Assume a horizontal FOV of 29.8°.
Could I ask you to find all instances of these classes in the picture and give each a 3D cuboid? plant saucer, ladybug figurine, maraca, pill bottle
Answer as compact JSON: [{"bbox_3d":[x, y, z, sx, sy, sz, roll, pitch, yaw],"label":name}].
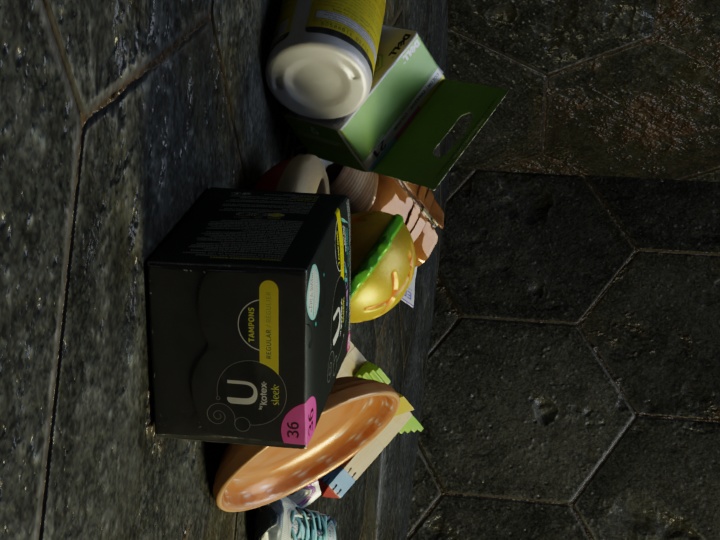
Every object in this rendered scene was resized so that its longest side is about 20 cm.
[{"bbox_3d":[-0.056,0.160,1.288,0.037,0.200,0.200,58,-6,20],"label":"plant saucer"},{"bbox_3d":[-0.077,-0.042,1.338,0.200,0.072,0.136,-73,165,-63],"label":"ladybug figurine"},{"bbox_3d":[0.000,0.000,1.422,0.137,0.107,0.200,-56,-178,11],"label":"maraca"},{"bbox_3d":[-0.031,-0.266,1.434,0.111,0.111,0.200,84,12,-51],"label":"pill bottle"}]

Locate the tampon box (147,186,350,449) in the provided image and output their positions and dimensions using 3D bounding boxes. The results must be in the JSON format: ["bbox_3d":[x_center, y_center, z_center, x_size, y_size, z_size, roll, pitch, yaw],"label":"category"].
[{"bbox_3d":[-0.084,0.032,1.109,0.200,0.126,0.150,-67,159,-68],"label":"tampon box"}]

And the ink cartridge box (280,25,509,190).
[{"bbox_3d":[0.036,-0.180,1.449,0.148,0.200,0.076,-52,131,-16],"label":"ink cartridge box"}]

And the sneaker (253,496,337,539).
[{"bbox_3d":[-0.068,0.285,1.509,0.200,0.086,0.078,70,24,-72],"label":"sneaker"}]

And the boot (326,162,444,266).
[{"bbox_3d":[0.049,-0.117,1.565,0.155,0.077,0.200,40,51,-23],"label":"boot"}]

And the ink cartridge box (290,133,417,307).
[{"bbox_3d":[-0.004,-0.078,1.588,0.198,0.043,0.200,35,49,-35],"label":"ink cartridge box"}]

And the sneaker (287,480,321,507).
[{"bbox_3d":[-0.057,0.181,1.599,0.100,0.075,0.201,157,-54,-79],"label":"sneaker"}]

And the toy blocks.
[{"bbox_3d":[-0.037,0.158,1.502,0.137,0.100,0.200,-47,123,-13],"label":"toy blocks"}]
